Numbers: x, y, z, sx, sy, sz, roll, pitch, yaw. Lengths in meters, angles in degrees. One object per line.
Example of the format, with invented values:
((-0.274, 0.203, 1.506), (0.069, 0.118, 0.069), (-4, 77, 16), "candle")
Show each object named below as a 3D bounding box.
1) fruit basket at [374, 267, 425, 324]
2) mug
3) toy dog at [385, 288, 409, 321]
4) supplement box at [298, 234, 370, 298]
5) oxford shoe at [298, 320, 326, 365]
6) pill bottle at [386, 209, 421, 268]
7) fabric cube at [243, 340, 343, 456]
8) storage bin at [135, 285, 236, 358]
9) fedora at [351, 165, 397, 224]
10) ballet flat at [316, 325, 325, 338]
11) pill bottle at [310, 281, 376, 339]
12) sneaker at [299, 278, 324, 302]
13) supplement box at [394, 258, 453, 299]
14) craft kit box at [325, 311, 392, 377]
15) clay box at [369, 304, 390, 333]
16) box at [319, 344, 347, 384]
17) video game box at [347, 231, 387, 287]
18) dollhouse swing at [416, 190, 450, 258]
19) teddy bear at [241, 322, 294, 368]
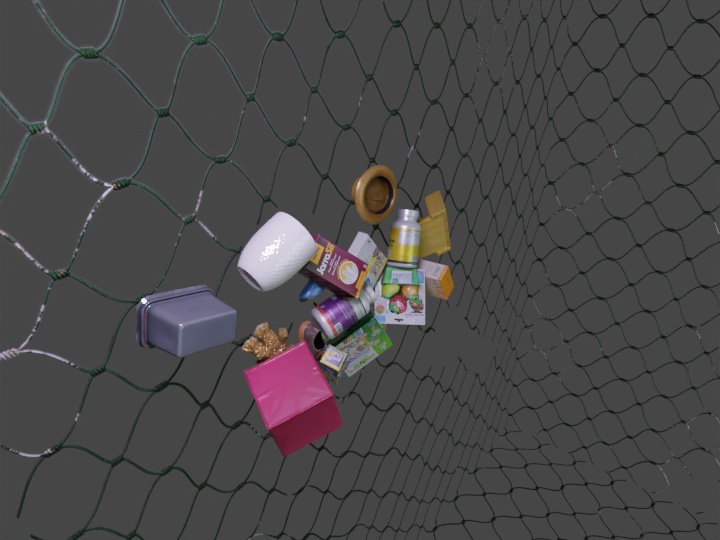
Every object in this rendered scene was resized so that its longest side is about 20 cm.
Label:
((0.141, 0.089, 1.872), (0.094, 0.184, 0.202), (107, -14, -73), "fruit basket")
((-0.226, -0.027, 1.374), (0.175, 0.147, 0.200), (-47, 170, -22), "mug")
((0.172, 0.116, 1.996), (0.200, 0.096, 0.133), (41, 49, -54), "toy dog")
((-0.083, -0.009, 1.538), (0.199, 0.085, 0.111), (31, 72, -29), "supplement box")
((-0.147, 0.257, 1.666), (0.071, 0.073, 0.201), (-38, 135, -39), "oxford shoe")
((0.157, -0.112, 1.872), (0.112, 0.111, 0.202), (4, 93, -55), "pill bottle")
((-0.185, 0.358, 1.477), (0.195, 0.200, 0.200), (-25, 142, -11), "fabric cube")
((-0.388, 0.132, 1.210), (0.199, 0.134, 0.147), (-12, 116, -51), "storage bin")
((0.033, -0.243, 1.670), (0.200, 0.081, 0.202), (-23, 122, -42), "fedora")
((-0.069, 0.169, 1.740), (0.200, 0.067, 0.067), (-34, 133, -42), "ballet flat")
((-0.050, 0.118, 1.656), (0.199, 0.112, 0.113), (-35, 135, -15), "pill bottle")
((-0.125, 0.013, 1.599), (0.200, 0.066, 0.079), (-44, 114, -27), "sneaker")
((0.240, 0.026, 1.988), (0.074, 0.199, 0.126), (-56, 143, -26), "supplement box")
((-0.005, 0.256, 1.823), (0.199, 0.049, 0.198), (-37, 141, -3), "craft kit box")
((0.029, 0.191, 1.907), (0.199, 0.047, 0.116), (-12, 116, -53), "clay box")
((-0.089, 0.307, 1.703), (0.065, 0.070, 0.200), (-61, 172, -24), "box")
((0.000, 0.000, 1.774), (0.201, 0.047, 0.182), (-61, 143, -14), "video game box")
((0.250, -0.168, 2.057), (0.182, 0.174, 0.201), (-97, 172, -48), "dollhouse swing")
((-0.255, 0.227, 1.505), (0.145, 0.066, 0.201), (-46, 138, -29), "teddy bear")
